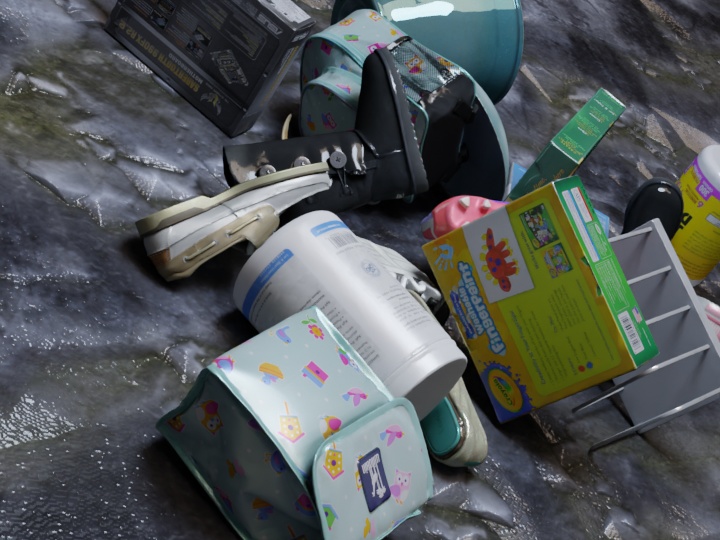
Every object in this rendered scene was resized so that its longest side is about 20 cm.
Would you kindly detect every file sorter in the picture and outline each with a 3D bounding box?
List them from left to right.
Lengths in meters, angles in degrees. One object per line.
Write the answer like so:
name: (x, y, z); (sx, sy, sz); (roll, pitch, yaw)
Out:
file sorter: (0.276, 0.073, 1.647); (0.124, 0.139, 0.200); (-16, 78, -45)

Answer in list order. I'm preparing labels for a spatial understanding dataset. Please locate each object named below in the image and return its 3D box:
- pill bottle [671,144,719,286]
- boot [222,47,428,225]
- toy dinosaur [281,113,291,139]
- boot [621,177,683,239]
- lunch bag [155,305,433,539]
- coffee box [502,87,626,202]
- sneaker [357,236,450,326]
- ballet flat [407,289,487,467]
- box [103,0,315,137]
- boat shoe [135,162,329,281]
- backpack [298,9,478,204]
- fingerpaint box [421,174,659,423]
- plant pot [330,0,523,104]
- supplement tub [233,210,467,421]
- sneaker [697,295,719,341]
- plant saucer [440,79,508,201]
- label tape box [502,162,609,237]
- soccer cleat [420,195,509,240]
pill bottle: (0.408, -0.051, 1.919); (0.104, 0.200, 0.104); (24, 34, -17)
boot: (-0.046, -0.133, 1.600); (0.199, 0.066, 0.165); (-14, 76, -5)
toy dinosaur: (-0.061, -0.079, 1.672); (0.200, 0.058, 0.101); (56, 22, 17)
boot: (0.329, 0.010, 1.795); (0.065, 0.165, 0.200); (16, 34, -1)
lunch bag: (-0.042, 0.150, 1.313); (0.200, 0.122, 0.170); (48, 36, 11)
coffee box: (0.234, -0.129, 1.815); (0.044, 0.123, 0.200); (40, 33, 4)
sneaker: (0.000, 0.000, 1.603); (0.200, 0.075, 0.081); (30, 24, -25)
ballet flat: (0.073, 0.110, 1.537); (0.062, 0.067, 0.200); (23, 40, -45)
box: (-0.168, -0.269, 1.706); (0.200, 0.159, 0.048); (40, 34, 8)
boat shoe: (-0.115, -0.049, 1.506); (0.200, 0.075, 0.069); (-21, 92, -19)
backpack: (0.014, -0.188, 1.752); (0.153, 0.176, 0.200); (-30, 62, -23)
fingerpaint box: (0.180, 0.029, 1.571); (0.073, 0.167, 0.200); (-18, 83, -58)
plant pot: (0.072, -0.296, 1.952); (0.187, 0.200, 0.200); (-9, 51, -29)
supplement tub: (-0.012, 0.054, 1.456); (0.200, 0.132, 0.132); (48, 34, 18)
sneaker: (0.389, 0.085, 1.861); (0.075, 0.105, 0.200); (28, 2, 4)
plant saucer: (0.120, -0.166, 1.810); (0.039, 0.201, 0.201); (-28, 64, -20)
label tape box: (0.216, -0.023, 1.834); (0.143, 0.066, 0.200); (29, 37, -10)
soccer cleat: (0.161, -0.043, 1.713); (0.200, 0.076, 0.067); (8, 76, -32)
